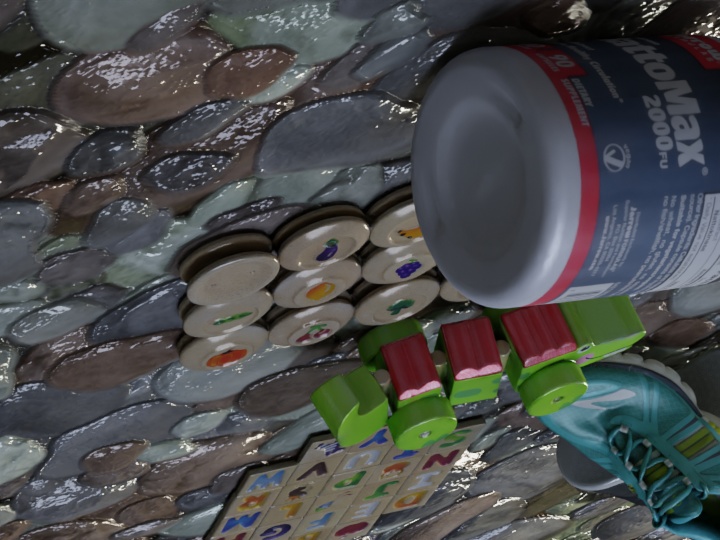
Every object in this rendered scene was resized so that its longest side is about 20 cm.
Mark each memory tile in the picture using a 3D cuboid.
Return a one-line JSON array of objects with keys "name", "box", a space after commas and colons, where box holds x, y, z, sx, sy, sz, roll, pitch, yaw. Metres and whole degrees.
[{"name": "memory tile", "box": [0.000, 0.000, 1.422, 0.199, 0.017, 0.154, -15, 157, -13]}]

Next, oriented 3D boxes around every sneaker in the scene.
[{"name": "sneaker", "box": [0.234, 0.100, 1.804, 0.199, 0.071, 0.099, -21, 161, 17]}, {"name": "sneaker", "box": [0.193, 0.119, 1.704, 0.199, 0.080, 0.078, 31, 123, -17]}]

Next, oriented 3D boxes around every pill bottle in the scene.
[{"name": "pill bottle", "box": [0.135, -0.051, 1.285, 0.199, 0.120, 0.120, -7, 155, -33]}]

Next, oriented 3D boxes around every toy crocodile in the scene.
[{"name": "toy crocodile", "box": [0.066, 0.049, 1.527, 0.199, 0.068, 0.062, -15, 157, -13]}]

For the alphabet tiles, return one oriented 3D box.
[{"name": "alphabet tiles", "box": [-0.013, 0.141, 1.753, 0.165, 0.006, 0.200, -11, 157, -24]}]
